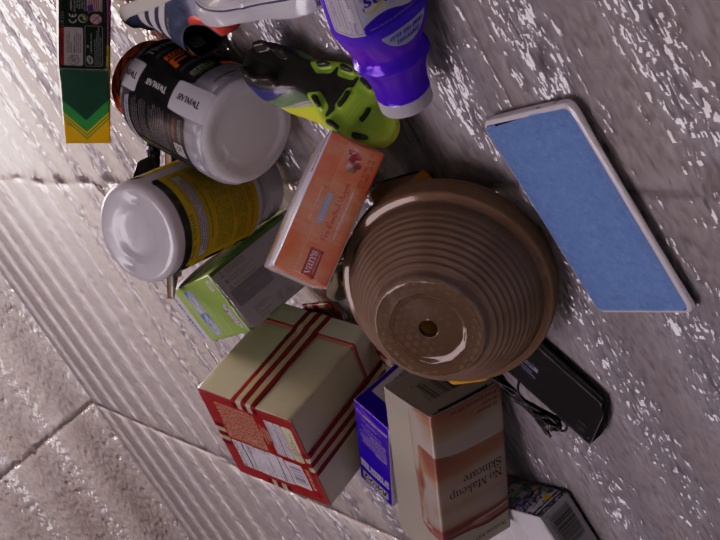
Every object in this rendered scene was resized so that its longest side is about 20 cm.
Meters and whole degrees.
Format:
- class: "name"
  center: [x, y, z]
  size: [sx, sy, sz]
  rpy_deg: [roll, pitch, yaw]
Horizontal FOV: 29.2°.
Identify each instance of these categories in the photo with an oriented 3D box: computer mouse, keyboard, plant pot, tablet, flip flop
- class: "computer mouse"
  center: [-0.244, -0.113, 1.619]
  size: [0.200, 0.046, 0.141]
  rpy_deg: [-84, 3, -60]
- class: "keyboard"
  center: [0.166, 0.099, 1.389]
  size: [0.200, 0.021, 0.127]
  rpy_deg: [43, 151, 22]
- class: "plant pot"
  center: [0.071, 0.027, 1.228]
  size: [0.200, 0.093, 0.202]
  rpy_deg: [9, 121, 15]
- class: "tablet"
  center: [0.185, -0.048, 1.122]
  size: [0.200, 0.014, 0.130]
  rpy_deg: [56, 158, -14]
- class: "flip flop"
  center: [0.000, 0.000, 1.477]
  size: [0.058, 0.081, 0.200]
  rpy_deg: [51, 163, 11]

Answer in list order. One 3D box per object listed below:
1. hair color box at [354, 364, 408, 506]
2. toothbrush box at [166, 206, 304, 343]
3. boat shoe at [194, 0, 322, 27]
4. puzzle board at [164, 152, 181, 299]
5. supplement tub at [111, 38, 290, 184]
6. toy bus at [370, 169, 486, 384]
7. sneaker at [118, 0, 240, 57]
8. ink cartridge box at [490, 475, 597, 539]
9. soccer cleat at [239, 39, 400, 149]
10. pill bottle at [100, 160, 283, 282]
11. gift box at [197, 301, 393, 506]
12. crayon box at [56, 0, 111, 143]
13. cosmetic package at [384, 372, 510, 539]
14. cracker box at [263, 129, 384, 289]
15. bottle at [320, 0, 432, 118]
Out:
- class: "hair color box"
  center: [0.054, 0.184, 1.627]
  size: [0.065, 0.109, 0.200]
  rpy_deg: [39, 155, 27]
- class: "toothbrush box"
  center: [-0.133, 0.006, 1.663]
  size: [0.086, 0.145, 0.200]
  rpy_deg: [52, 159, -7]
- class: "boat shoe"
  center: [-0.092, -0.268, 1.260]
  size: [0.199, 0.074, 0.066]
  rpy_deg: [5, 126, 49]
- class: "puzzle board"
  center: [-0.221, -0.086, 1.667]
  size: [0.151, 0.017, 0.201]
  rpy_deg: [-95, 7, -68]
- class: "supplement tub"
  center: [-0.177, -0.178, 1.487]
  size: [0.200, 0.122, 0.123]
  rpy_deg: [29, 150, 43]
- class: "toy bus"
  center: [0.074, 0.006, 1.323]
  size: [0.065, 0.078, 0.200]
  rpy_deg: [-11, 117, 48]
- class: "sneaker"
  center: [-0.187, -0.260, 1.437]
  size: [0.085, 0.075, 0.200]
  rpy_deg: [61, 157, -14]
- class: "ink cartridge box"
  center: [0.194, 0.297, 1.612]
  size: [0.109, 0.050, 0.200]
  rpy_deg: [58, 159, -16]
- class: "soccer cleat"
  center: [-0.029, -0.166, 1.322]
  size: [0.200, 0.065, 0.084]
  rpy_deg: [30, 180, 35]
- class: "pill bottle"
  center: [-0.181, -0.071, 1.536]
  size: [0.114, 0.200, 0.115]
  rpy_deg: [15, 118, 32]
- class: "gift box"
  center: [-0.053, 0.162, 1.708]
  size: [0.199, 0.187, 0.185]
  rpy_deg: [17, 142, 33]
- class: "crayon box"
  center: [-0.309, -0.269, 1.545]
  size: [0.173, 0.058, 0.201]
  rpy_deg: [115, 152, -66]
- class: "cosmetic package"
  center: [0.098, 0.206, 1.521]
  size: [0.087, 0.103, 0.201]
  rpy_deg: [31, 138, 47]
- class: "cracker box"
  center: [-0.038, -0.054, 1.319]
  size: [0.057, 0.134, 0.200]
  rpy_deg: [24, 178, -5]
- class: "bottle"
  center: [0.011, -0.215, 1.103]
  size: [0.065, 0.083, 0.201]
  rpy_deg: [28, 148, 44]
